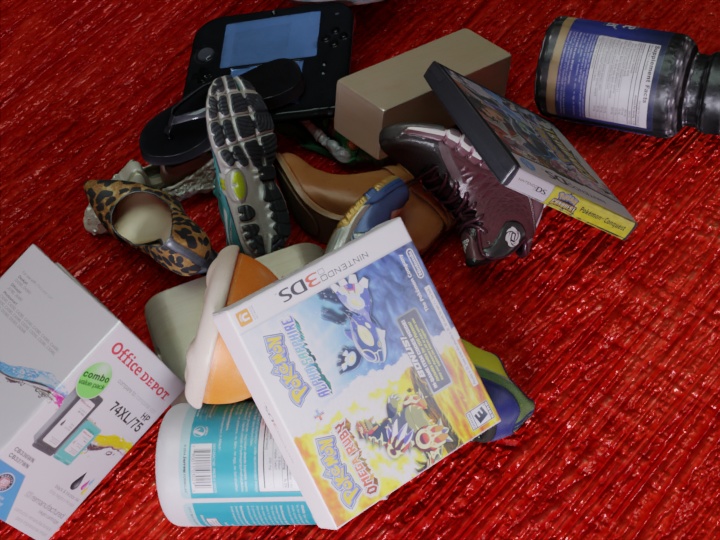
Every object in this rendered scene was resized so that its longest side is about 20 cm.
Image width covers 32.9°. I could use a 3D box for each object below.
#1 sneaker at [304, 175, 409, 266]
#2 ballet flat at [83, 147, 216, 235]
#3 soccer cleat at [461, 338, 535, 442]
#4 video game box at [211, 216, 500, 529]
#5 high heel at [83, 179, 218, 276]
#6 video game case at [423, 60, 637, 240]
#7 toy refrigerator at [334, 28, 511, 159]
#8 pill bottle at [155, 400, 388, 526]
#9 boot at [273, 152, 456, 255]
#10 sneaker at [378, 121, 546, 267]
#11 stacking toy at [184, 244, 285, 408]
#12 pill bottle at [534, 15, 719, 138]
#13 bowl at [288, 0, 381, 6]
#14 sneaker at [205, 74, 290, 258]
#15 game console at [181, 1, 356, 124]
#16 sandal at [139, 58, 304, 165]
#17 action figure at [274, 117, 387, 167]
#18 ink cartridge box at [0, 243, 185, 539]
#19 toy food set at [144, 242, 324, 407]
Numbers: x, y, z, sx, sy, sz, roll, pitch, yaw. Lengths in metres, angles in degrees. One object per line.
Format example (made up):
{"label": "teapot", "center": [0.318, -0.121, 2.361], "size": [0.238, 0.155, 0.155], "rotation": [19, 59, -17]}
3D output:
{"label": "sneaker", "center": [0.000, 0.000, 1.185], "size": [0.088, 0.075, 0.201], "rotation": [34, 71, 6]}
{"label": "ballet flat", "center": [-0.224, -0.106, 1.365], "size": [0.199, 0.072, 0.072], "rotation": [-23, 51, -6]}
{"label": "soccer cleat", "center": [0.086, 0.088, 1.166], "size": [0.083, 0.065, 0.200], "rotation": [-15, 44, -31]}
{"label": "video game box", "center": [0.000, 0.083, 1.022], "size": [0.181, 0.047, 0.201], "rotation": [-29, 94, -23]}
{"label": "high heel", "center": [-0.227, -0.056, 1.253], "size": [0.199, 0.143, 0.072], "rotation": [31, 87, 15]}
{"label": "video game case", "center": [0.170, -0.123, 1.231], "size": [0.026, 0.180, 0.201], "rotation": [-53, 39, 23]}
{"label": "toy refrigerator", "center": [0.070, -0.195, 1.345], "size": [0.199, 0.070, 0.076], "rotation": [-28, 50, -34]}
{"label": "pill bottle", "center": [-0.074, 0.171, 1.089], "size": [0.198, 0.111, 0.111], "rotation": [-2, 52, 9]}
{"label": "boot", "center": [0.012, -0.086, 1.302], "size": [0.154, 0.074, 0.200], "rotation": [-35, 64, -17]}
{"label": "sneaker", "center": [0.101, -0.067, 1.220], "size": [0.199, 0.076, 0.116], "rotation": [19, 74, -20]}
{"label": "stacking toy", "center": [-0.049, 0.069, 1.079], "size": [0.198, 0.147, 0.147], "rotation": [15, 53, -5]}
{"label": "pill bottle", "center": [0.296, -0.204, 1.310], "size": [0.198, 0.112, 0.112], "rotation": [13, 56, 20]}
{"label": "bowl", "center": [-0.027, -0.377, 1.484], "size": [0.199, 0.106, 0.201], "rotation": [-6, 17, 2]}
{"label": "sneaker", "center": [-0.134, -0.105, 1.288], "size": [0.077, 0.079, 0.202], "rotation": [-6, 86, -34]}
{"label": "game console", "center": [-0.105, -0.235, 1.402], "size": [0.198, 0.031, 0.178], "rotation": [-5, 49, 13]}
{"label": "sandal", "center": [-0.158, -0.184, 1.338], "size": [0.199, 0.043, 0.076], "rotation": [-31, 53, -8]}
{"label": "action figure", "center": [-0.037, -0.174, 1.390], "size": [0.118, 0.055, 0.200], "rotation": [-41, 57, -16]}
{"label": "ink cartridge box", "center": [-0.298, 0.114, 1.131], "size": [0.146, 0.147, 0.200], "rotation": [35, 78, 32]}
{"label": "toy food set", "center": [-0.106, 0.069, 1.218], "size": [0.199, 0.061, 0.144], "rotation": [-20, 63, -3]}
